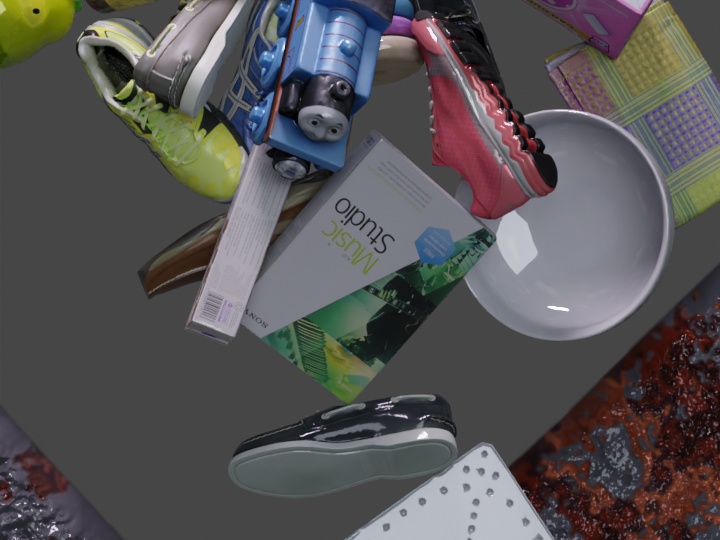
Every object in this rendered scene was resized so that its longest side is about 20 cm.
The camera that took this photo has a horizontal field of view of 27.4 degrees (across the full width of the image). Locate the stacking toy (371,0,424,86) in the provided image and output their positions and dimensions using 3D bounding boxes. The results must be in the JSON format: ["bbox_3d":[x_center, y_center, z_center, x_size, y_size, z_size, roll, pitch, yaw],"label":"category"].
[{"bbox_3d":[0.003,-0.273,1.338,0.085,0.085,0.201,-6,78,-10],"label":"stacking toy"}]

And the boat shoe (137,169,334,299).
[{"bbox_3d":[-0.094,-0.019,1.287,0.199,0.076,0.074,-26,90,-11],"label":"boat shoe"}]

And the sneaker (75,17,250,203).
[{"bbox_3d":[-0.175,-0.132,1.276,0.200,0.076,0.075,46,112,6],"label":"sneaker"}]

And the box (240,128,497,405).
[{"bbox_3d":[0.000,0.000,1.267,0.144,0.036,0.200,38,99,-22],"label":"box"}]

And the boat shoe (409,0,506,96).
[{"bbox_3d":[0.087,-0.204,1.343,0.070,0.066,0.201,-16,85,-11],"label":"boat shoe"}]

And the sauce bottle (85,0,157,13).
[{"bbox_3d":[-0.147,-0.271,1.272,0.199,0.065,0.065,-8,82,22],"label":"sauce bottle"}]

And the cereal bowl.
[{"bbox_3d":[0.185,-0.040,1.309,0.199,0.083,0.201,2,94,24],"label":"cereal bowl"}]

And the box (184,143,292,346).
[{"bbox_3d":[-0.093,-0.036,1.231,0.041,0.039,0.201,22,71,-11],"label":"box"}]

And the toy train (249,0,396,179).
[{"bbox_3d":[-0.030,-0.173,1.207,0.086,0.114,0.201,21,62,-18],"label":"toy train"}]

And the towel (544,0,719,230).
[{"bbox_3d":[0.277,-0.145,1.389,0.143,0.023,0.201,-31,89,-12],"label":"towel"}]

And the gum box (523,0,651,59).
[{"bbox_3d":[0.173,-0.286,1.332,0.200,0.114,0.066,33,79,5],"label":"gum box"}]

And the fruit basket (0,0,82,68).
[{"bbox_3d":[-0.342,-0.210,1.245,0.214,0.155,0.217,0,88,8],"label":"fruit basket"}]

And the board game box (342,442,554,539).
[{"bbox_3d":[0.084,0.287,1.298,0.199,0.026,0.200,-33,89,-12],"label":"board game box"}]

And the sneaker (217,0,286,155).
[{"bbox_3d":[-0.083,-0.167,1.306,0.075,0.077,0.201,9,83,-9],"label":"sneaker"}]

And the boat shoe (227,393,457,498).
[{"bbox_3d":[-0.016,0.150,1.284,0.199,0.076,0.061,-4,46,0],"label":"boat shoe"}]

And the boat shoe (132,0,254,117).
[{"bbox_3d":[-0.137,-0.204,1.263,0.060,0.072,0.202,21,37,-2],"label":"boat shoe"}]

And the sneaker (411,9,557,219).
[{"bbox_3d":[0.084,-0.132,1.267,0.087,0.074,0.201,-36,73,22],"label":"sneaker"}]
